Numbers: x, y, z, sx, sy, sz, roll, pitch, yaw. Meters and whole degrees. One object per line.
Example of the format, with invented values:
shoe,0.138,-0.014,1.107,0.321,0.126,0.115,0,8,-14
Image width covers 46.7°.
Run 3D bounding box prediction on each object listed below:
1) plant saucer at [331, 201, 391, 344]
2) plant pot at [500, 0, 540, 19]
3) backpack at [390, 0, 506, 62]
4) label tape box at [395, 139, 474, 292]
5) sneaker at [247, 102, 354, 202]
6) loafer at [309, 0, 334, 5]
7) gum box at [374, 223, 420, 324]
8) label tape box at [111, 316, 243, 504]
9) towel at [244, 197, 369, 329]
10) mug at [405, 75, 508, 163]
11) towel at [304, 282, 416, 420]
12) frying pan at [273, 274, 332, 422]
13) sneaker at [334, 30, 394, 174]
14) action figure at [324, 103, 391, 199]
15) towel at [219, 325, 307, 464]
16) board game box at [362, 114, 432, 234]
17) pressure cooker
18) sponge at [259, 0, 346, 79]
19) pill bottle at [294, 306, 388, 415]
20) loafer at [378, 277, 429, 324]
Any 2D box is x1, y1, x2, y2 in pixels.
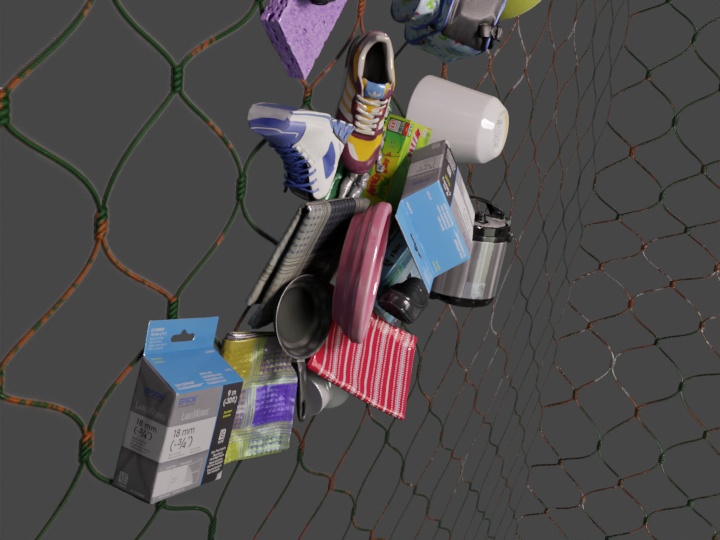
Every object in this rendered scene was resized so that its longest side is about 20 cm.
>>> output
plant saucer,0.000,0.000,1.171,0.201,0.050,0.202,13,90,-86
plant pot,0.207,-0.542,1.358,0.200,0.186,0.189,22,85,-52
backpack,0.133,-0.419,1.258,0.200,0.146,0.184,-167,-84,-74
label tape box,0.119,-0.085,1.275,0.201,0.063,0.145,-74,144,-53
sneaker,-0.072,-0.149,1.090,0.199,0.080,0.116,-3,105,-66
loafer,-0.002,-0.390,1.033,0.201,0.070,0.068,-55,149,-37
gum box,0.064,0.007,1.444,0.170,0.044,0.200,-53,160,-12
label tape box,-0.210,0.163,1.010,0.144,0.063,0.202,1,104,-66
towel,-0.076,-0.017,1.176,0.201,0.034,0.192,-62,162,20
mug,0.183,-0.270,1.472,0.187,0.152,0.150,-63,153,-24
towel,0.005,0.121,1.248,0.199,0.022,0.145,33,53,-30
frying pan,-0.073,0.097,1.148,0.115,0.031,0.191,-32,120,-45
sneaker,0.006,-0.234,1.175,0.090,0.074,0.202,-139,-129,-73
action figure,0.005,-0.173,1.279,0.118,0.054,0.201,47,58,-59
towel,-0.142,0.173,1.157,0.143,0.023,0.202,-1,107,-44
board game box,0.051,-0.148,1.373,0.101,0.047,0.201,-1,110,-65
pressure cooker,0.198,-0.046,1.613,0.176,0.178,0.202,-17,121,-58
sponge,-0.056,-0.357,1.058,0.201,0.030,0.112,-67,156,-18
pill bottle,-0.039,0.136,1.299,0.200,0.112,0.113,-43,141,-49
loafer,0.073,0.042,1.324,0.071,0.068,0.201,-58,171,2
